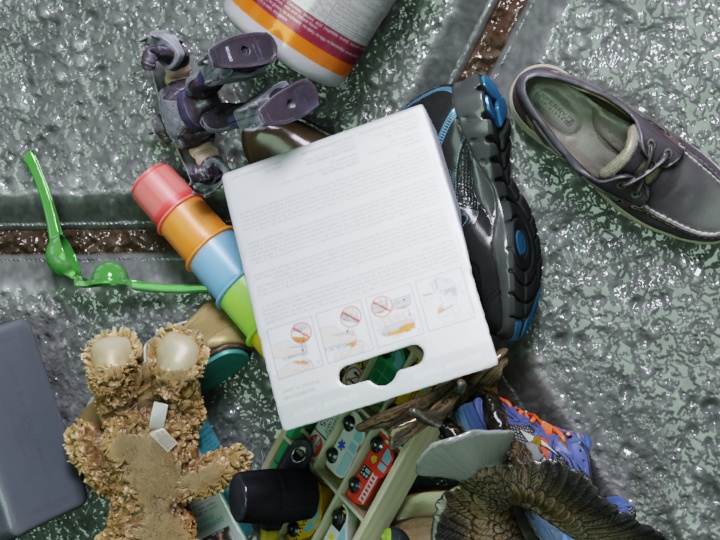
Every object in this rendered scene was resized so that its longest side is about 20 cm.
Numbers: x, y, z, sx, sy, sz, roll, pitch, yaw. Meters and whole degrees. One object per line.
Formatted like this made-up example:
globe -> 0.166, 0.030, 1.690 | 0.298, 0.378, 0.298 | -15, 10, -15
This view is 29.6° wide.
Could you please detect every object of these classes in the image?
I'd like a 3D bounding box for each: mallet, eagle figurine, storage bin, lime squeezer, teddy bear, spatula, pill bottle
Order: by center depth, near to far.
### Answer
eagle figurine -> 0.111, 0.162, 0.947 | 0.150, 0.152, 0.201 | -28, 90, -28
pill bottle -> -0.006, -0.246, 1.000 | 0.109, 0.110, 0.201 | 36, 103, 6
mallet -> -0.086, 0.245, 1.043 | 0.065, 0.041, 0.201 | 10, 101, -26
teddy bear -> -0.161, 0.138, 1.058 | 0.144, 0.067, 0.201 | -20, 95, -3
spatula -> -0.088, 0.220, 1.074 | 0.056, 0.021, 0.201 | 28, 95, 7
storage bin -> -0.315, 0.135, 1.079 | 0.134, 0.145, 0.201 | -18, 91, 37
lime squeezer -> -0.212, -0.013, 1.122 | 0.199, 0.038, 0.071 | 34, 72, 7

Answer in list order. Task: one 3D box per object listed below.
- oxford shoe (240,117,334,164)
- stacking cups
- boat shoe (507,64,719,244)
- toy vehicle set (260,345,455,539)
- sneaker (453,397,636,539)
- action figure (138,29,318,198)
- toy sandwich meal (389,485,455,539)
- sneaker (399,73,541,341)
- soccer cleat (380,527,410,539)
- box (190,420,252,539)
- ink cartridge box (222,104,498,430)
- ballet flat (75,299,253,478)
oxford shoe -> -0.020, -0.048, 1.043 | 0.200, 0.084, 0.073 | 45, 106, 5
stacking cups -> -0.102, -0.005, 1.073 | 0.060, 0.060, 0.200 | -43, 76, 14
boat shoe -> 0.193, -0.084, 0.999 | 0.200, 0.065, 0.072 | 37, 102, 5
toy vehicle set -> -0.007, 0.135, 1.058 | 0.124, 0.026, 0.201 | 38, 106, 42
sneaker -> 0.136, 0.140, 1.047 | 0.078, 0.075, 0.200 | -37, 94, 1
action figure -> -0.118, -0.126, 1.024 | 0.200, 0.069, 0.131 | -12, 110, 57
toy sandwich meal -> 0.062, 0.271, 1.077 | 0.203, 0.070, 0.207 | 2, 101, 12
sneaker -> 0.084, -0.043, 1.034 | 0.081, 0.073, 0.202 | -13, 86, 24
soccer cleat -> 0.048, 0.286, 1.019 | 0.080, 0.068, 0.202 | -6, 101, -4
box -> -0.120, 0.231, 1.118 | 0.082, 0.049, 0.201 | -27, 91, 14
ink cartridge box -> 0.000, 0.000, 0.966 | 0.159, 0.047, 0.201 | -18, 71, 8
ballet flat -> -0.173, 0.096, 1.116 | 0.199, 0.069, 0.063 | -35, 61, 12
